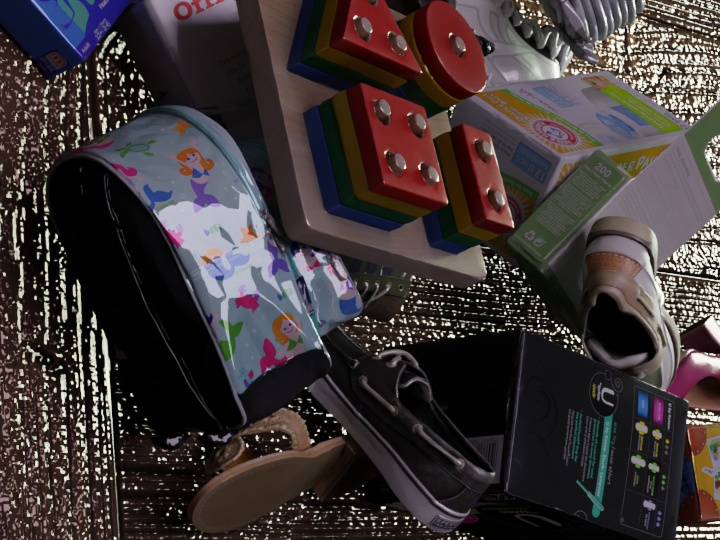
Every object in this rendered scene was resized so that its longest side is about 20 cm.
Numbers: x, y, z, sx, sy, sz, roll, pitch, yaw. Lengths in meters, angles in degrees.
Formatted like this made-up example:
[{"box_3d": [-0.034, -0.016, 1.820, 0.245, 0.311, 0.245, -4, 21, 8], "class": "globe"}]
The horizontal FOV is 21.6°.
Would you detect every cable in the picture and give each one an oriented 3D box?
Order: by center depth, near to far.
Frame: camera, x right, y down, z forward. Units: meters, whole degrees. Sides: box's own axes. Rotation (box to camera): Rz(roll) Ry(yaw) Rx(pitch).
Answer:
[{"box_3d": [0.160, -0.280, 1.534, 0.200, 0.069, 0.200, -104, 169, -70], "class": "cable"}]

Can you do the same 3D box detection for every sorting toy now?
[{"box_3d": [0.020, -0.106, 1.221, 0.200, 0.070, 0.199, 15, 56, -52], "class": "sorting toy"}]

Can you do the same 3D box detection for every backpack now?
[{"box_3d": [-0.106, -0.007, 1.200, 0.151, 0.177, 0.200, -37, 102, -25], "class": "backpack"}]

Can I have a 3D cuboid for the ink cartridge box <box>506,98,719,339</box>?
[{"box_3d": [0.215, -0.050, 1.472, 0.200, 0.048, 0.146, -45, 148, -4], "class": "ink cartridge box"}]

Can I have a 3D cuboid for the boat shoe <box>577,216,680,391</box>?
[{"box_3d": [0.197, 0.047, 1.433, 0.200, 0.075, 0.068, 68, 35, -47], "class": "boat shoe"}]

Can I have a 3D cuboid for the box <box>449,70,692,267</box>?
[{"box_3d": [0.164, -0.086, 1.531, 0.200, 0.112, 0.101, -13, 132, -46], "class": "box"}]

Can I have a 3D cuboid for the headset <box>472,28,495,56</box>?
[{"box_3d": [0.009, -0.131, 1.424, 0.200, 0.094, 0.124, -28, 99, -35], "class": "headset"}]

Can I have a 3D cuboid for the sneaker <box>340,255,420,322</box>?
[{"box_3d": [0.000, 0.000, 1.390, 0.200, 0.067, 0.090, -36, 101, -51], "class": "sneaker"}]

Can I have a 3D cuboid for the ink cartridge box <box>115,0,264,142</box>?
[{"box_3d": [-0.060, -0.126, 1.325, 0.146, 0.086, 0.200, -30, 99, -21], "class": "ink cartridge box"}]

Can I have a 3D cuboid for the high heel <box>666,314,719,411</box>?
[{"box_3d": [0.297, 0.113, 1.658, 0.200, 0.067, 0.096, -34, 92, -49], "class": "high heel"}]

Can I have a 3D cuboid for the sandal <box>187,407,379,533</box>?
[{"box_3d": [-0.064, 0.125, 1.309, 0.212, 0.078, 0.070, -5, 50, -53], "class": "sandal"}]

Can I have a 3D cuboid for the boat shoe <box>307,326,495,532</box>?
[{"box_3d": [0.022, 0.091, 1.329, 0.200, 0.064, 0.071, 49, 23, 26], "class": "boat shoe"}]

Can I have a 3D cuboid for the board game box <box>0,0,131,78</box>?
[{"box_3d": [-0.225, -0.252, 1.258, 0.200, 0.045, 0.152, 48, 49, -23], "class": "board game box"}]

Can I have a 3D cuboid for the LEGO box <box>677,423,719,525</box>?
[{"box_3d": [0.273, 0.172, 1.561, 0.200, 0.149, 0.077, 1, 77, -45], "class": "LEGO box"}]

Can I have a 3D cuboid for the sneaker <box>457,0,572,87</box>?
[{"box_3d": [0.100, -0.184, 1.555, 0.200, 0.075, 0.081, 24, 71, -39], "class": "sneaker"}]

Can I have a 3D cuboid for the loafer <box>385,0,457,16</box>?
[{"box_3d": [-0.004, -0.212, 1.403, 0.071, 0.200, 0.073, -26, 136, -28], "class": "loafer"}]

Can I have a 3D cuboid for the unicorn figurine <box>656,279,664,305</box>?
[{"box_3d": [0.210, 0.035, 1.594, 0.200, 0.074, 0.137, -32, 97, -43], "class": "unicorn figurine"}]

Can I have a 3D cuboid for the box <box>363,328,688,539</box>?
[{"box_3d": [0.128, 0.135, 1.420, 0.200, 0.148, 0.124, 23, 68, -40], "class": "box"}]
